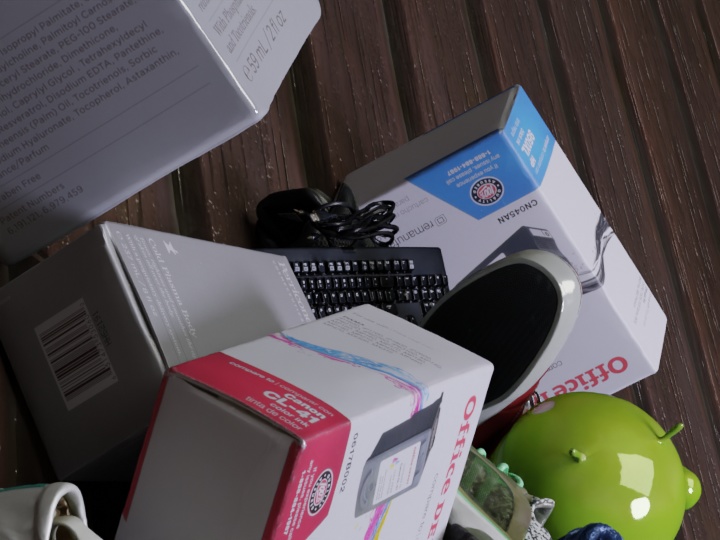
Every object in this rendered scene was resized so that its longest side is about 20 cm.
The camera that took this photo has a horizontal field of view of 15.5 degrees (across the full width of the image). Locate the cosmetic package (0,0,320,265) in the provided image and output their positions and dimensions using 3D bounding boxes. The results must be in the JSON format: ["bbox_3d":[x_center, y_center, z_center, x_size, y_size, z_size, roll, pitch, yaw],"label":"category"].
[{"bbox_3d":[-0.152,-0.146,1.331,0.200,0.166,0.167,55,22,-16],"label":"cosmetic package"}]

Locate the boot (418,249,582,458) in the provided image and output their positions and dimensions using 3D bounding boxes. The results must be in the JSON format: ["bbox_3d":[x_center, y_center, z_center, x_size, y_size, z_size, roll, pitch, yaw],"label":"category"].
[{"bbox_3d":[0.087,0.057,1.571,0.072,0.200,0.144,49,32,19],"label":"boot"}]

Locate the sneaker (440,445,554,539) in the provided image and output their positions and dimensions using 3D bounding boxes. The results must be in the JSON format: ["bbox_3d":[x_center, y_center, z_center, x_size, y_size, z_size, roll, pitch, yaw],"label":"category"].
[{"bbox_3d":[0.058,0.125,1.409,0.088,0.077,0.200,0,49,-39],"label":"sneaker"}]

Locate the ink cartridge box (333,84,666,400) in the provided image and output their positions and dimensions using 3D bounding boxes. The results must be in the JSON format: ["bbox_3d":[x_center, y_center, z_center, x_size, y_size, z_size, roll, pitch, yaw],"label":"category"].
[{"bbox_3d":[0.092,0.003,1.753,0.200,0.144,0.084,56,23,-16],"label":"ink cartridge box"}]

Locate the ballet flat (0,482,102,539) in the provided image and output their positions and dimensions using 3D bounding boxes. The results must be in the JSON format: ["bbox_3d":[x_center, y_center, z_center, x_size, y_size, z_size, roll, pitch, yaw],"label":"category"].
[{"bbox_3d":[-0.111,0.184,1.164,0.201,0.069,0.069,64,21,3],"label":"ballet flat"}]

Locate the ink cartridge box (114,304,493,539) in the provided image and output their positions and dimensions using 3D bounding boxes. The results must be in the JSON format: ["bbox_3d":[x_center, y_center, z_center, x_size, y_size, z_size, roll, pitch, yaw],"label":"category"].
[{"bbox_3d":[-0.030,0.109,1.279,0.085,0.148,0.200,25,20,25],"label":"ink cartridge box"}]

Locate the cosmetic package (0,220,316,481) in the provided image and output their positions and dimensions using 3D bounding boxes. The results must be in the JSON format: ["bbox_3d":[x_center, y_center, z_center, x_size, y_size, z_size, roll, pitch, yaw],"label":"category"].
[{"bbox_3d":[-0.092,0.046,1.350,0.200,0.090,0.107,4,57,-63],"label":"cosmetic package"}]

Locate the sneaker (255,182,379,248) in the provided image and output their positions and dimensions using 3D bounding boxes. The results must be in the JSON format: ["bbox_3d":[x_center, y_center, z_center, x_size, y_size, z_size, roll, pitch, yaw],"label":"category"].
[{"bbox_3d":[0.000,0.000,1.636,0.199,0.076,0.115,-1,72,-61],"label":"sneaker"}]

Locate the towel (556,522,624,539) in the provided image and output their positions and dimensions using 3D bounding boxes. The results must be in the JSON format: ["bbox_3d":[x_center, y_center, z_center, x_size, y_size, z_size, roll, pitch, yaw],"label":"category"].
[{"bbox_3d":[0.104,0.226,1.469,0.048,0.200,0.112,-9,64,-27],"label":"towel"}]

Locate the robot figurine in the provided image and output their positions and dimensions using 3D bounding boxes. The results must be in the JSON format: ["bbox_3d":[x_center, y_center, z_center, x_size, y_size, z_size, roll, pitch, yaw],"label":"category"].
[{"bbox_3d":[0.118,0.150,1.560,0.175,0.200,0.116,-13,62,-31],"label":"robot figurine"}]

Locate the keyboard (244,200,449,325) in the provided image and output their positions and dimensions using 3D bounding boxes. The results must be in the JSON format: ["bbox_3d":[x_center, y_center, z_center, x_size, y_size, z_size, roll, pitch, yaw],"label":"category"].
[{"bbox_3d":[0.002,0.005,1.526,0.200,0.040,0.105,-2,73,-57],"label":"keyboard"}]
